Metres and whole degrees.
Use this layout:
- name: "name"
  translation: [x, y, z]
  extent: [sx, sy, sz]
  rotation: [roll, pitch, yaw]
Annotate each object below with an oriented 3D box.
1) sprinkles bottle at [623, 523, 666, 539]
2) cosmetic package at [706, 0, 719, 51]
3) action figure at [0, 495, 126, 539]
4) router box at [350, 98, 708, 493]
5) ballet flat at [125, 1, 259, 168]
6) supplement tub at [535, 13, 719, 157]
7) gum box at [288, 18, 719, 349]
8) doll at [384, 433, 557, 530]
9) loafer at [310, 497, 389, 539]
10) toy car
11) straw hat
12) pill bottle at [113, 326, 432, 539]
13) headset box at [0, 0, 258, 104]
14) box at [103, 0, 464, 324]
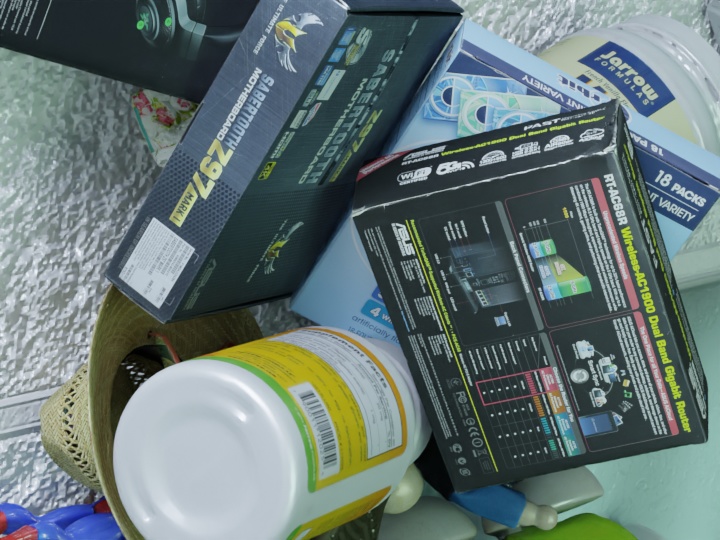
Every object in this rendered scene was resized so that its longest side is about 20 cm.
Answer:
- name: "sprinkles bottle"
  translation: [0.155, 0.274, 1.849]
  extent: [0.200, 0.068, 0.068]
  rotation: [-45, 136, -19]
- name: "cosmetic package"
  translation: [0.377, -0.165, 1.779]
  extent: [0.200, 0.165, 0.165]
  rotation: [-45, 135, -21]
- name: "action figure"
  translation: [-0.150, 0.148, 1.477]
  extent: [0.200, 0.065, 0.052]
  rotation: [-13, 106, -38]
- name: "router box"
  translation: [0.097, 0.017, 1.422]
  extent: [0.062, 0.150, 0.200]
  rotation: [-77, 151, -58]
- name: "ballet flat"
  translation: [-0.052, -0.132, 1.436]
  extent: [0.200, 0.076, 0.064]
  rotation: [-45, 102, -27]
- name: "supplement tub"
  translation: [0.131, -0.063, 1.595]
  extent: [0.200, 0.145, 0.145]
  rotation: [-33, 131, -30]
- name: "gum box"
  translation: [0.081, -0.020, 1.465]
  extent: [0.170, 0.045, 0.200]
  rotation: [28, 122, -9]
- name: "doll"
  translation: [0.094, 0.103, 1.642]
  extent: [0.200, 0.136, 0.048]
  rotation: [-24, 170, -9]
- name: "loafer"
  translation: [-0.023, 0.136, 1.533]
  extent: [0.200, 0.067, 0.076]
  rotation: [-62, 151, -31]
- name: "toy car"
  translation: [0.095, 0.227, 1.702]
  extent: [0.200, 0.175, 0.150]
  rotation: [-19, 169, -7]
- name: "straw hat"
  translation: [-0.130, 0.086, 1.439]
  extent: [0.201, 0.085, 0.201]
  rotation: [24, 63, -59]
- name: "pill bottle"
  translation: [-0.038, 0.090, 1.399]
  extent: [0.200, 0.111, 0.111]
  rotation: [-14, 121, -63]
- name: "headset box"
  translation: [-0.128, -0.190, 1.303]
  extent: [0.200, 0.093, 0.174]
  rotation: [12, 101, -48]
- name: "box"
  translation: [-0.038, -0.070, 1.381]
  extent: [0.200, 0.051, 0.158]
  rotation: [-58, 163, 17]
